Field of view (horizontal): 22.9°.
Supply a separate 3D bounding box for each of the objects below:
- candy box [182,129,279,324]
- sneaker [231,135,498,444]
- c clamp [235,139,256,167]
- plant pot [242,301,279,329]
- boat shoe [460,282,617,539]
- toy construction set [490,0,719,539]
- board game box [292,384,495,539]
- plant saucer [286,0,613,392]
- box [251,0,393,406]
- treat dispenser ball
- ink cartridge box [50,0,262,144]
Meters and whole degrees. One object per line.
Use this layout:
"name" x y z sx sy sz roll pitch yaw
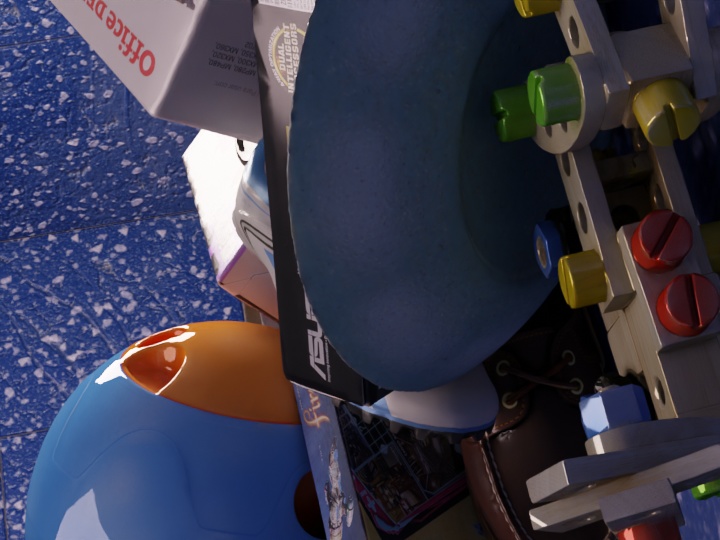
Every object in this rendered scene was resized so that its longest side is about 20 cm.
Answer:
"candy box" -0.017 -0.077 0.981 0.168 0.071 0.200 -53 22 11
"sneaker" 0.000 0.000 0.782 0.200 0.071 0.073 52 135 42
"c clamp" -0.004 -0.136 0.895 0.199 0.027 0.173 -23 52 55
"plant pot" 0.006 0.072 1.092 0.200 0.133 0.203 171 90 -83
"boat shoe" 0.073 0.046 0.787 0.071 0.070 0.201 84 174 -53
"toy construction set" 0.091 -0.004 0.555 0.131 0.091 0.202 104 167 -71
"board game box" 0.048 0.109 0.804 0.035 0.134 0.201 -57 36 41
"plant saucer" 0.049 -0.051 0.641 0.038 0.200 0.203 13 120 35
"box" 0.029 -0.071 0.684 0.049 0.161 0.202 15 121 38
"treat dispenser ball" -0.069 0.126 0.894 0.201 0.199 0.203 171 90 -83
"ink cartridge box" -0.062 -0.184 0.870 0.145 0.084 0.201 46 118 45
